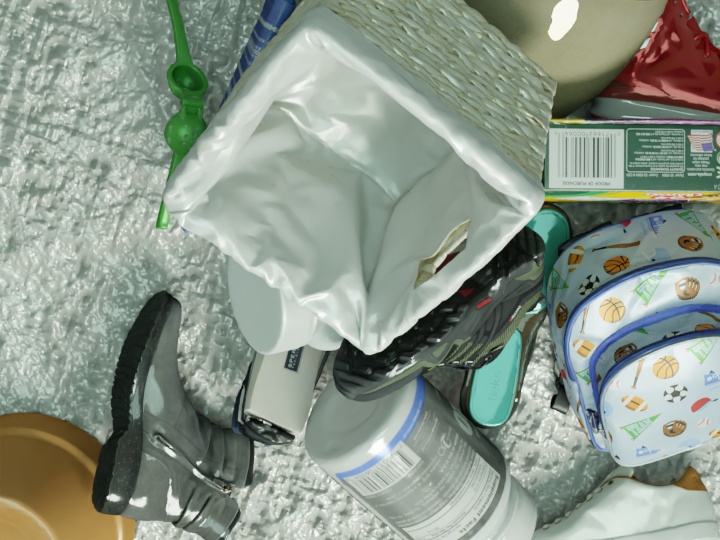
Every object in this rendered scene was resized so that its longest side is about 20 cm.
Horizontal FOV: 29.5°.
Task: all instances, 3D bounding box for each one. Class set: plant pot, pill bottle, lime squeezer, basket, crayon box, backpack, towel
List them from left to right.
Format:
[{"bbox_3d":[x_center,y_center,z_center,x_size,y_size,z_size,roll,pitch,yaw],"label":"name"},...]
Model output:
[{"bbox_3d":[-0.303,0.237,1.177,0.197,0.140,0.204,0,98,0],"label":"plant pot"},{"bbox_3d":[-0.148,-0.137,1.142,0.037,0.071,0.204,2,88,-13],"label":"lime squeezer"},{"bbox_3d":[-0.100,-0.134,1.119,0.024,0.145,0.202,23,99,-10],"label":"towel"},{"bbox_3d":[0.000,0.000,1.110,0.198,0.114,0.116,-13,100,-29],"label":"pill bottle"},{"bbox_3d":[0.004,-0.091,0.950,0.199,0.162,0.198,35,130,-14],"label":"basket"},{"bbox_3d":[0.055,0.169,1.150,0.114,0.114,0.200,-42,119,6],"label":"pill bottle"},{"bbox_3d":[0.133,-0.194,1.096,0.197,0.201,0.136,16,118,-2],"label":"plant pot"},{"bbox_3d":[0.230,-0.084,1.100,0.196,0.173,0.059,1,89,-2],"label":"crayon box"},{"bbox_3d":[0.240,0.052,1.116,0.198,0.155,0.192,-23,123,3],"label":"backpack"}]

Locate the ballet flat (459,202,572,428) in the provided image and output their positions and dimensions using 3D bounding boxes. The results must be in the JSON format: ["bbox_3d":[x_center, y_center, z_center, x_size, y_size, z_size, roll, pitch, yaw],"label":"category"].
[{"bbox_3d":[0.126,0.036,1.177,0.067,0.068,0.203,19,98,-3],"label":"ballet flat"}]

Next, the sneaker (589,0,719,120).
[{"bbox_3d":[0.294,-0.177,1.142,0.196,0.078,0.118,2,100,-1],"label":"sneaker"}]

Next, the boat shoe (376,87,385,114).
[{"bbox_3d":[0.026,-0.178,1.015,0.070,0.072,0.203,-2,118,8],"label":"boat shoe"}]

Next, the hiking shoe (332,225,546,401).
[{"bbox_3d":[0.071,0.053,1.066,0.199,0.076,0.101,-33,134,-13],"label":"hiking shoe"}]

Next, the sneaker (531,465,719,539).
[{"bbox_3d":[0.213,0.221,1.216,0.197,0.073,0.086,-12,68,8],"label":"sneaker"}]

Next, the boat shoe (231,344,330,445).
[{"bbox_3d":[-0.062,0.058,1.185,0.074,0.093,0.202,26,68,-12],"label":"boat shoe"}]

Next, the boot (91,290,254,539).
[{"bbox_3d":[-0.152,0.130,1.199,0.130,0.070,0.203,17,79,-25],"label":"boot"}]
